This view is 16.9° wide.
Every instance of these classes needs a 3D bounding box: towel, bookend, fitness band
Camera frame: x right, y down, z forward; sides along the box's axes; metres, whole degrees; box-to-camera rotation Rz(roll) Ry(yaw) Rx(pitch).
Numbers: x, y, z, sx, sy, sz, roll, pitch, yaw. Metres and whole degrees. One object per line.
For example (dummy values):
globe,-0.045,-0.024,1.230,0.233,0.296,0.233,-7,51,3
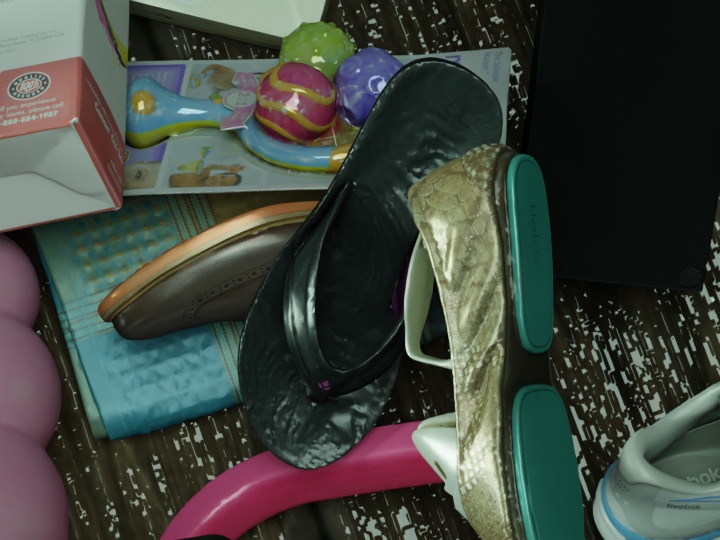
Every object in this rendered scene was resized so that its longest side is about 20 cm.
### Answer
towel,-0.055,-0.011,1.183,0.200,0.022,0.147,-17,79,-5
bookend,0.130,-0.128,1.158,0.092,0.199,0.200,6,121,2
fitness band,-0.006,0.134,1.090,0.200,0.037,0.144,-10,46,23

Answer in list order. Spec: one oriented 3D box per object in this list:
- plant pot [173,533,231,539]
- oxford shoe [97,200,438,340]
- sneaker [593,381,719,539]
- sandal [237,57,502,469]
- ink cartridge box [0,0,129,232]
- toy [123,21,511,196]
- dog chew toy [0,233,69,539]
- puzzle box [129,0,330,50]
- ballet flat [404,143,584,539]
plant pot,-0.090,0.220,0.960,0.200,0.200,0.177,-6,40,-32
oxford shoe,-0.023,0.005,1.135,0.200,0.071,0.073,-17,82,-6
sneaker,0.205,0.074,1.120,0.200,0.087,0.075,-22,62,-10
sandal,-0.001,-0.001,1.083,0.075,0.048,0.201,22,103,-5
ink cartridge box,-0.172,-0.113,1.140,0.116,0.068,0.200,-10,51,10
toy,-0.032,-0.084,1.144,0.200,0.047,0.115,-4,38,9
dog chew toy,-0.192,0.069,1.120,0.124,0.125,0.200,2,69,1
puzzle box,-0.102,-0.194,1.221,0.200,0.025,0.133,15,78,4
ballet flat,0.054,0.047,1.039,0.065,0.070,0.200,-9,79,27
